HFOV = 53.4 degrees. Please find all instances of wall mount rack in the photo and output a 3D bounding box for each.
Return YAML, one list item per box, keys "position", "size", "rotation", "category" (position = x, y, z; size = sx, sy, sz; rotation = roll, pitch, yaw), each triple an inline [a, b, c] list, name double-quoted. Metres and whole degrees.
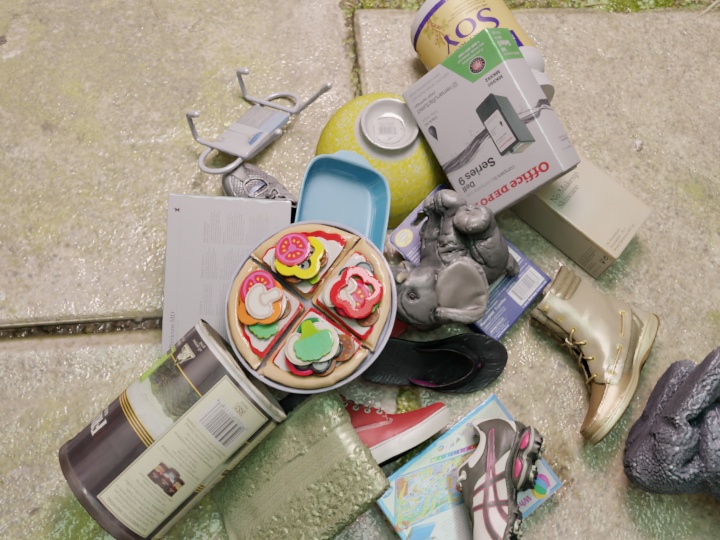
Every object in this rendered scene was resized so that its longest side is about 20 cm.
- position: [-0.134, -0.209, 0.971]
  size: [0.171, 0.075, 0.201]
  rotation: [19, 53, 27]
  category: "wall mount rack"

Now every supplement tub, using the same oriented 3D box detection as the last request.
- position: [0.175, -0.302, 1.034]
  size: [0.143, 0.146, 0.202]
  rotation: [-25, 71, -15]
  category: "supplement tub"

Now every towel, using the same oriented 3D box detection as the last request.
- position: [-0.075, 0.242, 0.801]
  size: [0.199, 0.036, 0.149]
  rotation: [-38, 69, 8]
  category: "towel"

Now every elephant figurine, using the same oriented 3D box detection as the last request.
- position: [0.089, 0.018, 0.874]
  size: [0.153, 0.142, 0.202]
  rotation: [23, 70, 21]
  category: "elephant figurine"

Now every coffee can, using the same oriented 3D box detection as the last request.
- position: [-0.199, 0.175, 0.779]
  size: [0.200, 0.147, 0.146]
  rotation: [-42, 77, -8]
  category: "coffee can"

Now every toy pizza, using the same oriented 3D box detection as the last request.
- position: [-0.058, 0.033, 0.794]
  size: [0.196, 0.032, 0.204]
  rotation: [-2, 69, 6]
  category: "toy pizza"

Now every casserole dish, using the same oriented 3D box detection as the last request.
- position: [-0.029, -0.047, 0.885]
  size: [0.119, 0.039, 0.204]
  rotation: [14, 77, -21]
  category: "casserole dish"

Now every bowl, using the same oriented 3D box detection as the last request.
- position: [0.034, -0.173, 0.988]
  size: [0.196, 0.108, 0.204]
  rotation: [2, 67, -4]
  category: "bowl"

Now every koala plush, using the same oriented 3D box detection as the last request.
- position: [0.434, 0.225, 0.840]
  size: [0.199, 0.178, 0.185]
  rotation: [37, 80, 9]
  category: "koala plush"

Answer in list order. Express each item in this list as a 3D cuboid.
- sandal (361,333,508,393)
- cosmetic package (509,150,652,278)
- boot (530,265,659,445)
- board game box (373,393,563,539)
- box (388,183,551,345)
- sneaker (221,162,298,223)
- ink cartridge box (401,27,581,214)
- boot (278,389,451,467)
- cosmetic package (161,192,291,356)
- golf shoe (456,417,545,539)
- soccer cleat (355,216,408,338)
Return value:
- position: [0.094, 0.120, 0.889]
  size: [0.196, 0.048, 0.077]
  rotation: [0, 97, -12]
  category: "sandal"
- position: [0.290, -0.098, 1.003]
  size: [0.199, 0.073, 0.104]
  rotation: [40, 70, 10]
  category: "cosmetic package"
- position: [0.281, 0.103, 0.917]
  size: [0.154, 0.073, 0.202]
  rotation: [30, 66, 6]
  category: "boot"
- position: [0.125, 0.262, 0.856]
  size: [0.198, 0.034, 0.135]
  rotation: [-33, 74, -17]
  category: "board game box"
- position: [0.143, -0.011, 0.964]
  size: [0.200, 0.032, 0.121]
  rotation: [44, 77, 9]
  category: "box"
- position: [-0.105, -0.083, 0.949]
  size: [0.199, 0.082, 0.075]
  rotation: [40, 69, 11]
  category: "sneaker"
- position: [0.169, -0.184, 0.924]
  size: [0.084, 0.145, 0.202]
  rotation: [-26, 86, -56]
  category: "ink cartridge box"
- position: [0.001, 0.167, 0.866]
  size: [0.197, 0.073, 0.146]
  rotation: [-22, 70, -10]
  category: "boot"
- position: [-0.163, 0.012, 0.880]
  size: [0.147, 0.052, 0.205]
  rotation: [4, 93, -6]
  category: "cosmetic package"
- position: [0.146, 0.266, 0.810]
  size: [0.087, 0.078, 0.203]
  rotation: [12, 63, 21]
  category: "golf shoe"
- position: [0.000, 0.000, 0.934]
  size: [0.075, 0.067, 0.203]
  rotation: [-18, 74, -24]
  category: "soccer cleat"
